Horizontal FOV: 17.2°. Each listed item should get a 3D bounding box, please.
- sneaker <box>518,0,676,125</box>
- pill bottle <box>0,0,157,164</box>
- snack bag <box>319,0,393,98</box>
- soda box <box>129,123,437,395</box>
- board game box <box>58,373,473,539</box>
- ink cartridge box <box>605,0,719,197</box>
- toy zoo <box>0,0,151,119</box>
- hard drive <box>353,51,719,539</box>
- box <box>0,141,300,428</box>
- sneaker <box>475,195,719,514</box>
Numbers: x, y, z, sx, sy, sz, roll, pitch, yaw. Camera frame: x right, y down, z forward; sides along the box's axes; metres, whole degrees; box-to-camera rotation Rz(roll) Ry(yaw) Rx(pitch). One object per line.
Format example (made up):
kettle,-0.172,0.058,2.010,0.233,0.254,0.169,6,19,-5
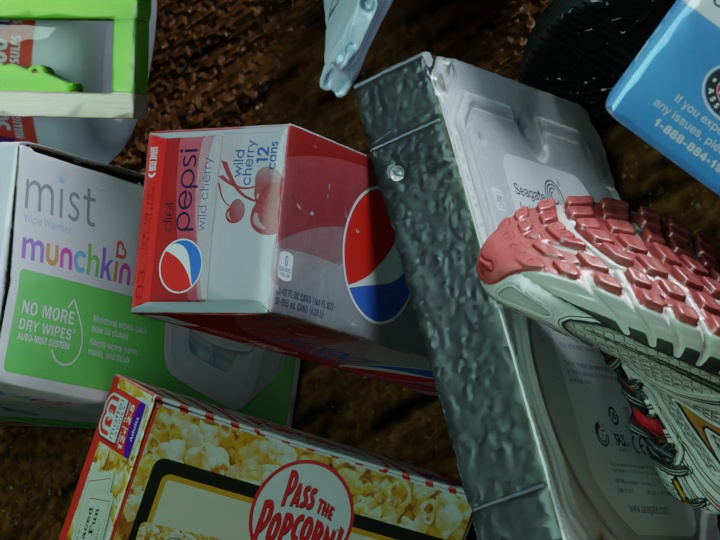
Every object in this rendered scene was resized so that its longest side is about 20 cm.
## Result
sneaker,0.134,-0.147,0.925,0.200,0.060,0.104,-48,20,45
pill bottle,-0.193,-0.107,0.997,0.199,0.112,0.113,8,83,11
snack bag,0.033,-0.174,0.924,0.021,0.200,0.189,25,108,-9
soda box,0.000,0.000,0.895,0.063,0.200,0.070,-1,79,32
board game box,-0.054,0.158,0.925,0.046,0.151,0.201,19,89,62
ink cartridge box,0.199,-0.095,0.805,0.145,0.084,0.200,37,101,3
toy zoo,-0.144,-0.160,0.917,0.131,0.020,0.201,1,93,11
hard drive,0.070,0.026,0.873,0.038,0.140,0.201,-24,72,27
box,-0.147,0.009,0.989,0.176,0.200,0.097,1,81,32
sneaker,0.120,0.044,0.821,0.082,0.200,0.078,-52,24,19
